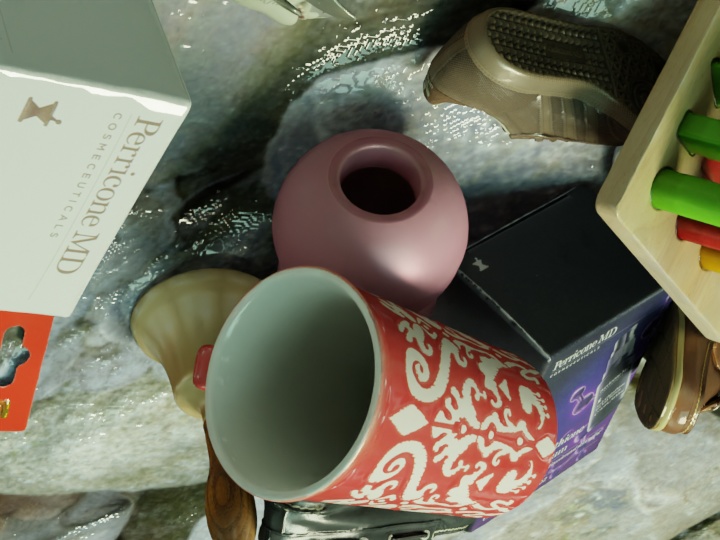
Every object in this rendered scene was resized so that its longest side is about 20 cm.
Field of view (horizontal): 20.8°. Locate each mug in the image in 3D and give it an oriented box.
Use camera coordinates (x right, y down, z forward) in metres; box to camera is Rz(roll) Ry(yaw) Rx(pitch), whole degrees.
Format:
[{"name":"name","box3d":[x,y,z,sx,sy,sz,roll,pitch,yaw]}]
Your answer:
[{"name":"mug","box3d":[0.010,0.072,1.196,0.200,0.178,0.134,18,110,-48]}]

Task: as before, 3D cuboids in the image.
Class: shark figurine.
[{"name":"shark figurine","box3d":[-0.056,-0.187,1.036,0.128,0.214,0.090,20,89,-6]}]

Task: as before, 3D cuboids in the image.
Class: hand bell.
[{"name":"hand bell","box3d":[-0.089,0.108,1.274,0.104,0.201,0.104,-7,140,-6]}]

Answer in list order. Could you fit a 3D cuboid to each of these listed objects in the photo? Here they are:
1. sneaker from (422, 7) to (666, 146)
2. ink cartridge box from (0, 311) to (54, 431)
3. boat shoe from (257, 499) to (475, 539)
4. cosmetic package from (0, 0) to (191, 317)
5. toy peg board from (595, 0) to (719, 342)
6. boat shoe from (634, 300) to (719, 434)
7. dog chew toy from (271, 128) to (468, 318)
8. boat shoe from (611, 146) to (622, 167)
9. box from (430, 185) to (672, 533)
[{"name":"sneaker","box3d":[0.128,-0.115,1.255,0.199,0.071,0.075,17,147,-35]},{"name":"ink cartridge box","box3d":[-0.298,0.073,1.264,0.199,0.047,0.160,0,137,-23]},{"name":"boat shoe","box3d":[0.006,0.163,1.282,0.199,0.074,0.066,11,101,-54]},{"name":"cosmetic package","box3d":[-0.224,-0.098,1.002,0.199,0.167,0.168,7,133,-34]},{"name":"toy peg board","box3d":[0.270,-0.069,1.256,0.199,0.098,0.201,42,73,-48]},{"name":"boat shoe","box3d":[0.236,0.063,1.381,0.067,0.200,0.072,22,110,3]},{"name":"dog chew toy","box3d":[0.000,0.000,1.274,0.124,0.125,0.200,-10,148,-15]},{"name":"boat shoe","box3d":[0.247,-0.038,1.388,0.073,0.068,0.199,-34,118,32]},{"name":"box","box3d":[0.115,0.062,1.374,0.148,0.104,0.200,-28,151,-35]}]
